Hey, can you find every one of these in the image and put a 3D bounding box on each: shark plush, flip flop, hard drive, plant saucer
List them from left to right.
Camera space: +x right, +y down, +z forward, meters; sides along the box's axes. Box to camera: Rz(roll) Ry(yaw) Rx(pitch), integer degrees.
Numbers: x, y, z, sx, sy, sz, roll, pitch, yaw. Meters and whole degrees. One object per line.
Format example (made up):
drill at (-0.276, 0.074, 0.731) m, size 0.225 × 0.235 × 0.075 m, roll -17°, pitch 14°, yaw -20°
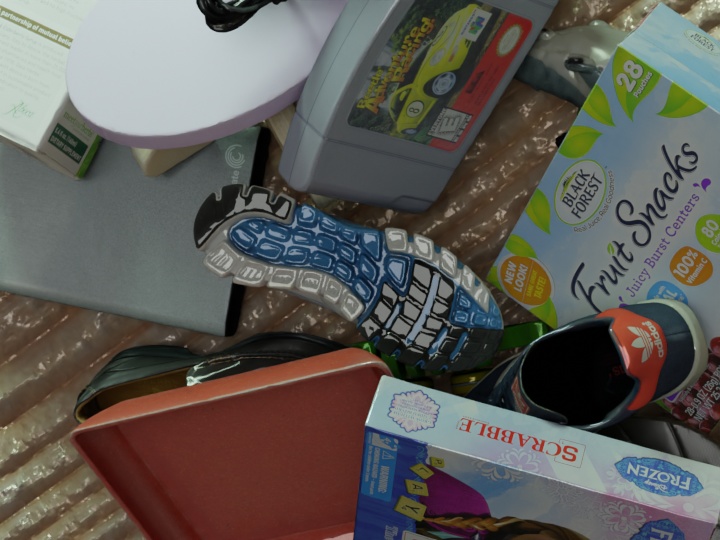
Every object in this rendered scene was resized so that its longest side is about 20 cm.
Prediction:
hard drive at (-0.167, -0.043, 1.133) m, size 0.199 × 0.033 × 0.140 m, roll 11°, pitch 93°, yaw 13°
plant saucer at (-0.049, 0.123, 1.053) m, size 0.199 × 0.200 × 0.037 m, roll -14°, pitch 47°, yaw 13°
shark plush at (0.140, -0.103, 1.046) m, size 0.199 × 0.091 × 0.084 m, roll 15°, pitch 124°, yaw 8°
flip flop at (0.150, 0.129, 1.050) m, size 0.199 × 0.058 × 0.081 m, roll 2°, pitch 85°, yaw 31°

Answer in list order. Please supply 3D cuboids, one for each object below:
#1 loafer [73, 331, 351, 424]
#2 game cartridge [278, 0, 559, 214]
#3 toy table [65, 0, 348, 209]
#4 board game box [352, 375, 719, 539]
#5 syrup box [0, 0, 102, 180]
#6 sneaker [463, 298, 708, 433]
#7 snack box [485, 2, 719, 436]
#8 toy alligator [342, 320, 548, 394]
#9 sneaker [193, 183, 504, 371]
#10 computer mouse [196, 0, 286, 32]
loafer at (-0.088, 0.084, 1.077) m, size 0.199 × 0.072 × 0.073 m, roll -8°, pitch 102°, yaw 25°
game cartridge at (0.037, -0.125, 0.998) m, size 0.041 × 0.133 × 0.200 m, roll 47°, pitch 115°, yaw 39°
toy table at (-0.074, -0.132, 1.047) m, size 0.199 × 0.117 × 0.184 m, roll -20°, pitch 69°, yaw 1°
board game box at (0.095, 0.162, 1.000) m, size 0.199 × 0.200 × 0.041 m, roll 14°, pitch 49°, yaw 9°
syrup box at (-0.179, -0.170, 1.090) m, size 0.081 × 0.079 × 0.200 m, roll 26°, pitch 84°, yaw 14°
sneaker at (0.103, 0.075, 0.988) m, size 0.200 × 0.084 × 0.075 m, roll -38°, pitch 69°, yaw 37°
snack box at (0.187, -0.025, 0.983) m, size 0.168 × 0.068 × 0.200 m, roll 37°, pitch 134°, yaw 10°
toy alligator at (0.019, 0.055, 1.080) m, size 0.199 × 0.054 × 0.060 m, roll -9°, pitch 88°, yaw 13°
sneaker at (0.000, 0.000, 1.052) m, size 0.200 × 0.087 × 0.075 m, roll 26°, pitch 94°, yaw 11°
computer mouse at (-0.079, -0.226, 0.997) m, size 0.109 × 0.044 × 0.200 m, roll -28°, pitch 53°, yaw -8°
